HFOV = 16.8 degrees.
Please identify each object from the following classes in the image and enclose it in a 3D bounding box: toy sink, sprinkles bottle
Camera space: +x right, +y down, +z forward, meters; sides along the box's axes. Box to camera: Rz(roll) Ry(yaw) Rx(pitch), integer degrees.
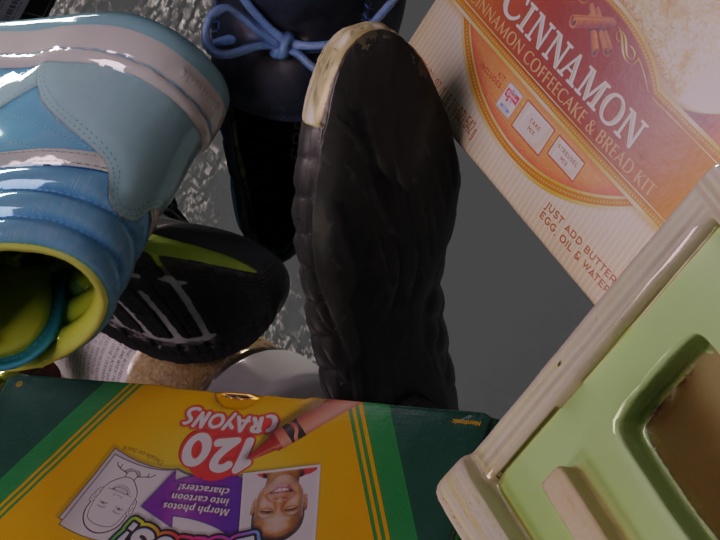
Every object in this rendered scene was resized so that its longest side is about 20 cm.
[{"bbox_3d":[0.111,0.088,0.761,0.200,0.112,0.131,-52,48,25],"label":"toy sink"},{"bbox_3d":[-0.084,0.035,1.010,0.200,0.068,0.068,32,104,46],"label":"sprinkles bottle"}]

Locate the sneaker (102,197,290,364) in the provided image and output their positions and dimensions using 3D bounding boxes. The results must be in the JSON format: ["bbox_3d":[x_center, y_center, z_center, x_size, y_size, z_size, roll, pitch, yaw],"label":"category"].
[{"bbox_3d":[-0.099,-0.024,0.971,0.200,0.074,0.081,18,61,40],"label":"sneaker"}]

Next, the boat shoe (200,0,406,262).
[{"bbox_3d":[-0.017,-0.078,0.905,0.084,0.200,0.069,8,51,13],"label":"boat shoe"}]

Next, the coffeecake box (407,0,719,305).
[{"bbox_3d":[0.121,-0.100,0.822,0.200,0.073,0.154,-56,45,21],"label":"coffeecake box"}]

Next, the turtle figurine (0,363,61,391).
[{"bbox_3d":[-0.123,0.101,1.012,0.200,0.064,0.162,18,134,59],"label":"turtle figurine"}]

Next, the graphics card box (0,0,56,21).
[{"bbox_3d":[-0.133,-0.194,0.953,0.126,0.051,0.200,51,119,39],"label":"graphics card box"}]

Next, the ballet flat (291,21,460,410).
[{"bbox_3d":[0.000,0.000,0.876,0.057,0.066,0.201,41,144,46],"label":"ballet flat"}]

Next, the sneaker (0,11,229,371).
[{"bbox_3d":[-0.149,-0.023,0.892,0.200,0.080,0.131,-6,51,43],"label":"sneaker"}]

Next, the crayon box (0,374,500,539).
[{"bbox_3d":[-0.052,0.106,0.856,0.199,0.058,0.119,3,52,24],"label":"crayon box"}]
